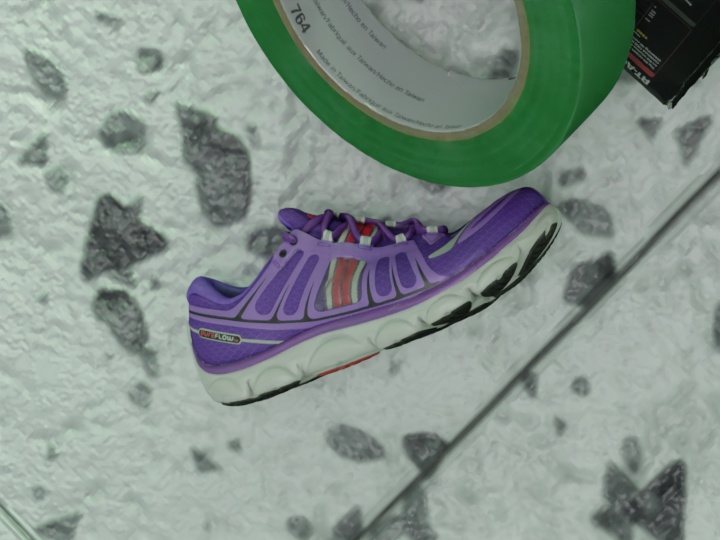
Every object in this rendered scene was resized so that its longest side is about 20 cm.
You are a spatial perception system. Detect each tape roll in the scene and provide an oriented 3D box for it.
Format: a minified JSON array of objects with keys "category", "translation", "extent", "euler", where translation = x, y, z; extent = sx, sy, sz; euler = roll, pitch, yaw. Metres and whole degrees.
[{"category":"tape roll","translation":[0.026,-0.133,0.863],"extent":[0.199,0.048,0.202],"euler":[27,140,25]}]

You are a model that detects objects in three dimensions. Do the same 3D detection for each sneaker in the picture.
[{"category":"sneaker","translation":[0.000,0.000,0.936],"extent":[0.198,0.081,0.084],"euler":[-22,88,16]}]

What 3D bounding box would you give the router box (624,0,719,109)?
[{"category":"router box","translation":[0.104,-0.182,0.843],"extent":[0.200,0.150,0.062],"euler":[43,68,4]}]
